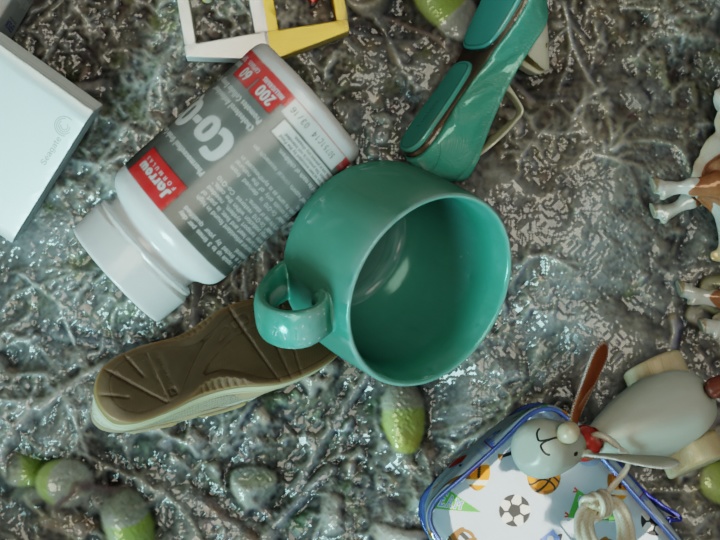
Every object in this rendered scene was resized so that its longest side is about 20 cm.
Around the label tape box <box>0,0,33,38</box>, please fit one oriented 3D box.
[{"bbox_3d":[-0.317,-0.244,1.213,0.143,0.066,0.200,30,84,-2],"label":"label tape box"}]

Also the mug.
[{"bbox_3d":[0.008,-0.008,1.171,0.185,0.114,0.152,19,98,-42],"label":"mug"}]

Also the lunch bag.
[{"bbox_3d":[0.155,0.208,1.217,0.160,0.076,0.200,-41,90,-8],"label":"lunch bag"}]

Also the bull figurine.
[{"bbox_3d":[0.295,-0.044,1.244,0.121,0.065,0.200,-19,86,-1],"label":"bull figurine"}]

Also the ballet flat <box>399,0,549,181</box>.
[{"bbox_3d":[0.106,-0.156,1.244,0.070,0.067,0.200,33,85,-26],"label":"ballet flat"}]

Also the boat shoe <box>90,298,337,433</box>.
[{"bbox_3d":[-0.110,0.075,1.212,0.200,0.065,0.072,-19,75,-23],"label":"boat shoe"}]

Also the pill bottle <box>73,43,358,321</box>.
[{"bbox_3d":[-0.109,-0.063,1.189,0.200,0.114,0.114,-42,90,0],"label":"pill bottle"}]

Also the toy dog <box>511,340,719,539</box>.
[{"bbox_3d":[0.209,0.109,1.168,0.132,0.096,0.200,50,43,4],"label":"toy dog"}]

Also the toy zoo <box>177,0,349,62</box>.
[{"bbox_3d":[-0.083,-0.243,1.250,0.131,0.020,0.201,-10,88,-4],"label":"toy zoo"}]

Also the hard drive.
[{"bbox_3d":[-0.310,-0.130,1.197,0.200,0.027,0.132,35,113,-4],"label":"hard drive"}]
